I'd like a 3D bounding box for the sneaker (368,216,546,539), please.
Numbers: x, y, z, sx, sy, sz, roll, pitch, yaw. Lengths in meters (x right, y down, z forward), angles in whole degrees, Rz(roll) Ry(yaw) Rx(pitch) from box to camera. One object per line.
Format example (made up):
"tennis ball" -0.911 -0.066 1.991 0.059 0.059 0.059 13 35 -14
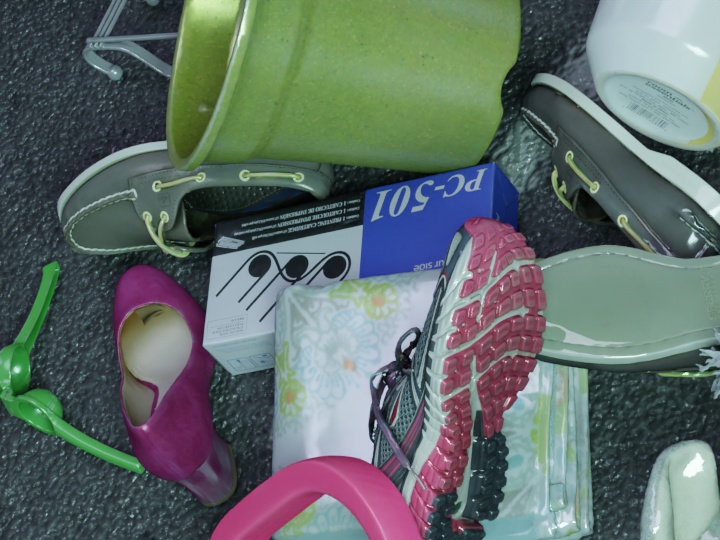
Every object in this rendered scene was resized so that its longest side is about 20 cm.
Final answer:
"sneaker" 0.041 0.061 1.333 0.075 0.080 0.201 34 123 35

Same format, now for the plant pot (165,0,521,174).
"plant pot" -0.006 -0.142 1.531 0.200 0.183 0.202 -168 90 -74

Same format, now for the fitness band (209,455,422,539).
"fitness band" -0.028 0.186 1.377 0.200 0.037 0.145 -40 58 47

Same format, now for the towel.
"towel" 0.040 0.086 1.439 0.199 0.048 0.173 -6 69 23

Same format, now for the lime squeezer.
"lime squeezer" -0.203 0.078 1.627 0.070 0.038 0.200 -13 44 -18

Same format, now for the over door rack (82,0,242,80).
"over door rack" -0.099 -0.208 1.722 0.199 0.066 0.149 -9 52 51

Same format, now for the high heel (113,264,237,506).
"high heel" -0.134 0.054 1.552 0.067 0.096 0.201 -27 49 12

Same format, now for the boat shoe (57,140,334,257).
"boat shoe" -0.111 -0.046 1.625 0.200 0.072 0.061 -16 47 16

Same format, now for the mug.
"mug" 0.222 -0.153 1.449 0.186 0.150 0.154 15 68 38

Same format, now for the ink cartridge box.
"ink cartridge box" 0.000 0.000 1.545 0.199 0.044 0.095 -11 56 24

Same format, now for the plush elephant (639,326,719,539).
"plush elephant" 0.221 0.133 1.249 0.199 0.165 0.156 28 87 36

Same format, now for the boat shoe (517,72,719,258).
"boat shoe" 0.149 -0.054 1.475 0.061 0.072 0.201 -50 42 2

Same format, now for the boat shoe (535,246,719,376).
"boat shoe" 0.175 0.028 1.367 0.199 0.061 0.072 -5 59 7
